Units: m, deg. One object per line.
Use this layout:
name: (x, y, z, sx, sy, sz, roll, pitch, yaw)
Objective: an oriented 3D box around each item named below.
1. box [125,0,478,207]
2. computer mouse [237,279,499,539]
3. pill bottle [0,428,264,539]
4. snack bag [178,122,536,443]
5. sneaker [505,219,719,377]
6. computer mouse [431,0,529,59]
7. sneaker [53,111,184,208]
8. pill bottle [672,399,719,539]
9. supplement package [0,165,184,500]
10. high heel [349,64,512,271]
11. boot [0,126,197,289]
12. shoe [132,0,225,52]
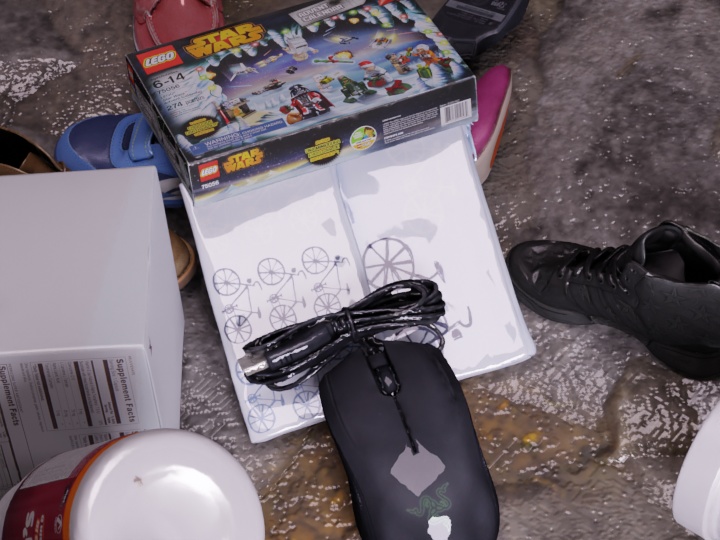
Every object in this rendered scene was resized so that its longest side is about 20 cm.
box: (-0.040, -0.121, 1.517, 0.199, 0.040, 0.137, -18, 41, -14)
computer mouse: (0.018, 0.097, 1.399, 0.138, 0.053, 0.200, -21, 64, -9)
pill bottle: (-0.139, 0.151, 1.289, 0.109, 0.200, 0.110, 5, 79, -25)
snack bag: (0.000, 0.000, 1.485, 0.199, 0.021, 0.189, -14, 72, -5)
sneaker: (0.181, 0.002, 1.461, 0.199, 0.104, 0.060, 25, 56, 24)
computer mouse: (0.058, -0.146, 1.654, 0.059, 0.034, 0.200, 24, 61, 34)
sneaker: (-0.115, -0.087, 1.578, 0.199, 0.082, 0.074, 5, 51, 11)
pill bottle: (0.287, 0.150, 1.317, 0.200, 0.116, 0.116, 28, 56, 26)
supplement package: (-0.218, 0.044, 1.425, 0.199, 0.151, 0.152, -3, 47, 2)
high heel: (0.036, -0.073, 1.559, 0.096, 0.068, 0.200, 20, 56, 7)
boot: (-0.202, -0.039, 1.549, 0.199, 0.076, 0.074, 21, 52, 20)
shoe: (-0.136, -0.207, 1.647, 0.071, 0.091, 0.200, -11, 35, -4)
